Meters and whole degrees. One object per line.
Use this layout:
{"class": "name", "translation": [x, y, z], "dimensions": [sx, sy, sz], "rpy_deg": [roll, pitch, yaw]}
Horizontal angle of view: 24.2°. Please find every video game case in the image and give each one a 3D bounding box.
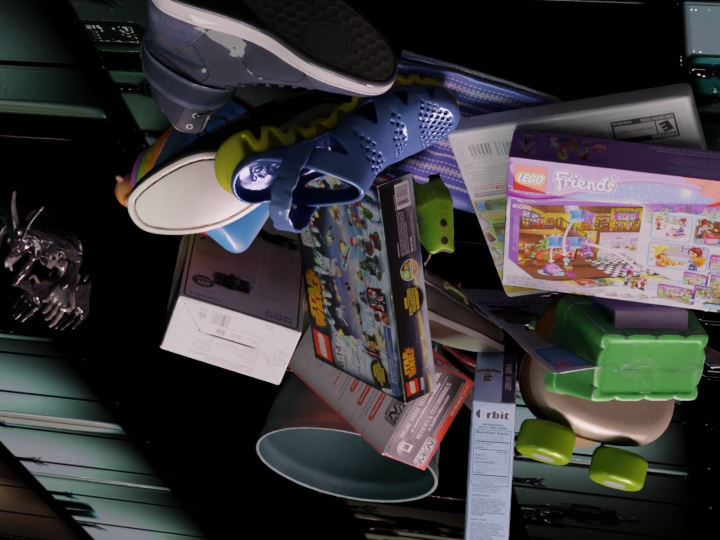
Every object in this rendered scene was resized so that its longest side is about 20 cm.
{"class": "video game case", "translation": [0.190, -0.061, 1.373], "dimensions": [0.199, 0.023, 0.183], "rpy_deg": [-7, 129, 21]}

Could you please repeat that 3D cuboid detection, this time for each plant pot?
{"class": "plant pot", "translation": [-0.003, 0.152, 1.828], "dimensions": [0.199, 0.135, 0.201], "rpy_deg": [10, 154, 5]}

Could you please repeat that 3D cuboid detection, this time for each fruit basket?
{"class": "fruit basket", "translation": [0.210, 0.045, 1.484], "dimensions": [0.184, 0.200, 0.094], "rpy_deg": [1, 114, -21]}

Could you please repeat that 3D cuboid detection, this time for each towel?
{"class": "towel", "translation": [0.075, -0.108, 1.415], "dimensions": [0.144, 0.024, 0.200], "rpy_deg": [15, 153, -6]}

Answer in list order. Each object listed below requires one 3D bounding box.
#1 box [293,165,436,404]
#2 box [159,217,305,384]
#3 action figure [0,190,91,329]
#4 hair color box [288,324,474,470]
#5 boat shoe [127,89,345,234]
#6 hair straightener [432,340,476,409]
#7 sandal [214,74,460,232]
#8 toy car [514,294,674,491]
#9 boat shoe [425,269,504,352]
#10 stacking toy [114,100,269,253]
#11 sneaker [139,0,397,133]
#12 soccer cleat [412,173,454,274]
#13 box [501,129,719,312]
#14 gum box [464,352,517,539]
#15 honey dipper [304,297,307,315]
{"class": "box", "translation": [0.000, 0.000, 1.438], "dimensions": [0.137, 0.040, 0.201], "rpy_deg": [23, 128, 51]}
{"class": "box", "translation": [-0.111, 0.009, 1.531], "dimensions": [0.116, 0.200, 0.060], "rpy_deg": [17, 120, -11]}
{"class": "action figure", "translation": [-0.336, 0.002, 1.728], "dimensions": [0.118, 0.102, 0.200], "rpy_deg": [20, 156, 13]}
{"class": "hair color box", "translation": [0.016, 0.102, 1.650], "dimensions": [0.061, 0.102, 0.200], "rpy_deg": [26, -172, -37]}
{"class": "boat shoe", "translation": [-0.101, -0.095, 1.381], "dimensions": [0.199, 0.062, 0.075], "rpy_deg": [-28, 126, 0]}
{"class": "hair straightener", "translation": [0.094, 0.118, 1.755], "dimensions": [0.041, 0.077, 0.200], "rpy_deg": [21, 169, 31]}
{"class": "sandal", "translation": [-0.011, -0.086, 1.321], "dimensions": [0.199, 0.087, 0.080], "rpy_deg": [-24, 139, -2]}
{"class": "toy car", "translation": [0.204, 0.125, 1.679], "dimensions": [0.157, 0.165, 0.200], "rpy_deg": [21, 165, -17]}
{"class": "boat shoe", "translation": [0.074, 0.033, 1.636], "dimensions": [0.072, 0.061, 0.201], "rpy_deg": [-4, 160, 45]}
{"class": "stacking toy", "translation": [-0.165, -0.080, 1.510], "dimensions": [0.116, 0.110, 0.200], "rpy_deg": [39, 155, -26]}
{"class": "sneaker", "translation": [-0.078, -0.157, 1.313], "dimensions": [0.201, 0.077, 0.146], "rpy_deg": [23, 143, 0]}
{"class": "soccer cleat", "translation": [0.020, -0.022, 1.482], "dimensions": [0.067, 0.082, 0.200], "rpy_deg": [-2, 166, -27]}
{"class": "box", "translation": [0.215, -0.038, 1.344], "dimensions": [0.199, 0.039, 0.137], "rpy_deg": [8, 133, 9]}
{"class": "gum box", "translation": [0.127, 0.199, 1.645], "dimensions": [0.044, 0.201, 0.170], "rpy_deg": [4, -167, 5]}
{"class": "honey dipper", "translation": [-0.044, -0.004, 1.659], "dimensions": [0.038, 0.038, 0.200], "rpy_deg": [18, 150, -10]}
